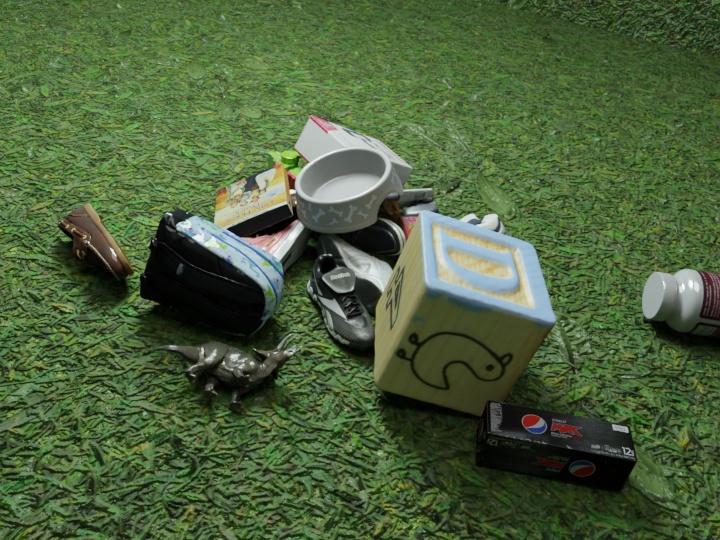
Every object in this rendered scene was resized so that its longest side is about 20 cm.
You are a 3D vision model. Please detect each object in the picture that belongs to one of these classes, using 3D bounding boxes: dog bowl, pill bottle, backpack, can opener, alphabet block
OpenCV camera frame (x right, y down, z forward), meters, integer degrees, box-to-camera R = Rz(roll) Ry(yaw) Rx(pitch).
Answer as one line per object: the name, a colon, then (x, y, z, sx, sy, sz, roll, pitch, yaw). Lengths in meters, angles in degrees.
dog bowl: (-0.026, -0.151, 1.246, 0.200, 0.059, 0.200, -9, 40, 8)
pill bottle: (0.611, 0.059, 1.226, 0.200, 0.113, 0.113, 9, 36, 0)
backpack: (-0.217, 0.013, 1.084, 0.200, 0.163, 0.154, 30, 26, 16)
can opener: (0.061, -0.131, 1.414, 0.200, 0.053, 0.067, -6, 47, -15)
alphabet block: (0.141, 0.063, 1.023, 0.195, 0.200, 0.197, 17, 35, -8)

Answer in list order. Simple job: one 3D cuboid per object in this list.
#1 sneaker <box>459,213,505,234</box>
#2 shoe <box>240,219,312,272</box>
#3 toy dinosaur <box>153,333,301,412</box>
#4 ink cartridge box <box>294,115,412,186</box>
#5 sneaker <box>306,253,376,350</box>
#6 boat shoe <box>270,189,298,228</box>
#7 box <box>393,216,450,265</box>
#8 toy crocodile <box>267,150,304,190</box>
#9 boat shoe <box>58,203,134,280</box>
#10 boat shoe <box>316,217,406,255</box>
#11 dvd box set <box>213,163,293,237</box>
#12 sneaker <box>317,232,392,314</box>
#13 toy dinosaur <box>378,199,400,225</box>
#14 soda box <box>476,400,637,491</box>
sneaker: (0.226, -0.035, 1.312, 0.079, 0.130, 0.199, -30, 10, -18)
shoe: (-0.160, -0.044, 1.236, 0.091, 0.072, 0.200, 21, 41, 11)
toy dinosaur: (-0.192, 0.139, 0.999, 0.200, 0.077, 0.102, 6, 24, 4)
ink cartridge box: (-0.012, -0.231, 1.446, 0.200, 0.084, 0.145, 10, 28, -43)
sneaker: (-0.031, 0.043, 1.129, 0.066, 0.091, 0.200, -12, 41, -24)
boat shoe: (-0.090, -0.124, 1.341, 0.200, 0.070, 0.070, -14, 46, 6)
box: (0.129, -0.005, 1.223, 0.100, 0.096, 0.200, 0, 37, -11)
toy crocodile: (-0.132, -0.193, 1.444, 0.062, 0.068, 0.200, -24, 48, -37)
boat shoe: (-0.445, -0.039, 1.167, 0.070, 0.070, 0.200, -32, 46, -19)
boat shoe: (-0.001, -0.060, 1.266, 0.200, 0.075, 0.062, 15, 37, 41)
dvd box set: (-0.202, -0.127, 1.302, 0.146, 0.029, 0.200, -22, 30, 4)
sneaker: (0.000, 0.000, 1.222, 0.080, 0.070, 0.200, -20, 52, -41)
toy dinosaur: (0.060, -0.081, 1.330, 0.106, 0.200, 0.061, -11, 78, 12)
soda box: (0.262, 0.237, 0.947, 0.200, 0.071, 0.063, 11, 37, 3)
